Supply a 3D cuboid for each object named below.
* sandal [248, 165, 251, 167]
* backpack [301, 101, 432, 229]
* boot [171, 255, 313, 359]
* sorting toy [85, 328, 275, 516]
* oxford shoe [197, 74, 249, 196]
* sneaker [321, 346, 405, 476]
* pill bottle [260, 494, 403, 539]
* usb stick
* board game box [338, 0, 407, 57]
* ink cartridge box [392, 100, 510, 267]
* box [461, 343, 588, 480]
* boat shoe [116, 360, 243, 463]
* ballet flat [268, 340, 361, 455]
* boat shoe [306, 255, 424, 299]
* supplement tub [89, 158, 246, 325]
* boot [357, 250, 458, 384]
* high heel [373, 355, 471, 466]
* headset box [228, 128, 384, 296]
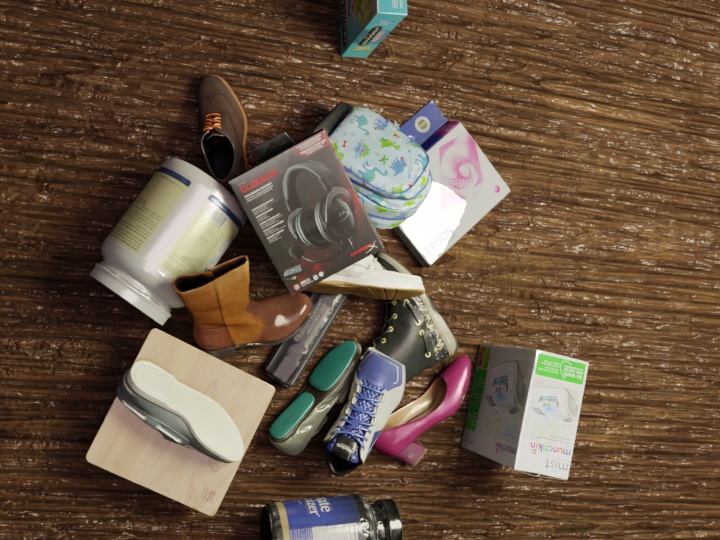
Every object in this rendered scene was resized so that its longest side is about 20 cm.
[{"bbox_3d":[-0.114,-0.086,1.204,0.199,0.087,0.080,33,84,9],"label":"sandal"},{"bbox_3d":[0.010,-0.153,1.195,0.200,0.154,0.163,45,54,-7],"label":"backpack"},{"bbox_3d":[-0.159,0.035,1.126,0.187,0.201,0.069,-15,56,-10],"label":"boot"},{"bbox_3d":[-0.258,0.215,1.151,0.198,0.070,0.201,28,80,-13],"label":"sorting toy"},{"bbox_3d":[-0.204,-0.206,1.165,0.071,0.073,0.201,-17,74,3],"label":"oxford shoe"},{"bbox_3d":[0.002,0.224,1.169,0.080,0.115,0.201,24,104,6],"label":"sneaker"},{"bbox_3d":[-0.043,0.394,1.185,0.198,0.112,0.113,-1,88,-17],"label":"pill bottle"},{"bbox_3d":[-0.078,0.087,1.230,0.055,0.033,0.201,32,79,-3],"label":"usb stick"},{"bbox_3d":[0.013,-0.424,1.193,0.047,0.200,0.152,-2,88,-17],"label":"board game box"},{"bbox_3d":[0.116,-0.144,1.295,0.196,0.043,0.200,-42,101,-14],"label":"ink cartridge box"},{"bbox_3d":[0.251,0.213,1.236,0.096,0.200,0.178,14,84,-15],"label":"box"},{"bbox_3d":[-0.248,0.203,1.098,0.200,0.073,0.062,42,120,-18],"label":"boat shoe"},{"bbox_3d":[-0.060,0.197,1.224,0.200,0.067,0.064,-49,128,-12],"label":"ballet flat"},{"bbox_3d":[0.000,0.000,1.197,0.198,0.071,0.070,7,72,4],"label":"boat shoe"},{"bbox_3d":[-0.270,-0.040,1.119,0.145,0.145,0.201,37,78,-12],"label":"supplement tub"},{"bbox_3d":[0.042,0.089,1.247,0.153,0.073,0.204,-38,97,-12],"label":"boot"},{"bbox_3d":[0.096,0.207,1.255,0.096,0.067,0.201,34,82,-23],"label":"high heel"},{"bbox_3d":[-0.078,-0.090,1.100,0.148,0.077,0.201,-27,102,3],"label":"headset box"}]
